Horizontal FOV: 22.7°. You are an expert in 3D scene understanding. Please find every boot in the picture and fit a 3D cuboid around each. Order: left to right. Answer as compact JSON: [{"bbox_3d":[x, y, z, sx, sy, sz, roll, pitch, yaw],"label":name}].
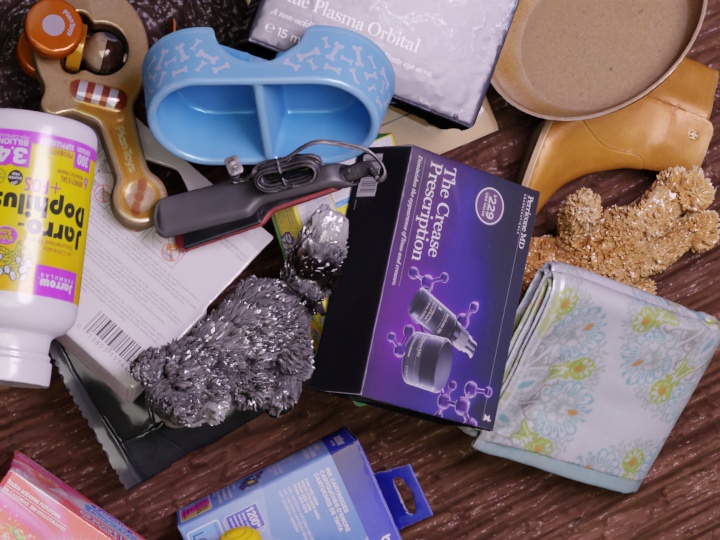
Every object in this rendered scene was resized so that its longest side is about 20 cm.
[{"bbox_3d":[-0.144,0.066,1.491,0.199,0.066,0.166,-29,105,-3],"label":"boot"},{"bbox_3d":[0.219,-0.103,1.524,0.143,0.071,0.203,23,85,-3],"label":"boot"}]

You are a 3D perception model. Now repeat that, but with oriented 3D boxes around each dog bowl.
[{"bbox_3d":[-0.073,-0.129,1.374,0.197,0.112,0.050,0,50,6],"label":"dog bowl"}]

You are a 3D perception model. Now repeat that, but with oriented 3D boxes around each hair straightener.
[{"bbox_3d":[-0.074,-0.060,1.380,0.198,0.077,0.041,-11,68,23],"label":"hair straightener"}]

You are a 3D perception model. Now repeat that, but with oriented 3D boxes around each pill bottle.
[{"bbox_3d":[-0.261,-0.015,1.364,0.103,0.104,0.203,6,82,-9],"label":"pill bottle"}]

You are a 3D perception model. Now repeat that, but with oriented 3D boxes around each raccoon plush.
[{"bbox_3d":[-0.100,0.035,1.382,0.096,0.133,0.202,23,102,31],"label":"raccoon plush"}]

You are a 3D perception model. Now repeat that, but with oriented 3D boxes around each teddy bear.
[{"bbox_3d":[0.216,-0.016,1.518,0.198,0.146,0.067,-14,53,-11],"label":"teddy bear"}]

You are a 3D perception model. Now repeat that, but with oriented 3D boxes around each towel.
[{"bbox_3d":[0.195,0.093,1.510,0.198,0.048,0.172,18,111,-29],"label":"towel"}]

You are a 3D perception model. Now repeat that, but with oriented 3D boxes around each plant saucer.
[{"bbox_3d":[0.197,-0.204,1.484,0.201,0.200,0.035,-49,142,-1],"label":"plant saucer"}]

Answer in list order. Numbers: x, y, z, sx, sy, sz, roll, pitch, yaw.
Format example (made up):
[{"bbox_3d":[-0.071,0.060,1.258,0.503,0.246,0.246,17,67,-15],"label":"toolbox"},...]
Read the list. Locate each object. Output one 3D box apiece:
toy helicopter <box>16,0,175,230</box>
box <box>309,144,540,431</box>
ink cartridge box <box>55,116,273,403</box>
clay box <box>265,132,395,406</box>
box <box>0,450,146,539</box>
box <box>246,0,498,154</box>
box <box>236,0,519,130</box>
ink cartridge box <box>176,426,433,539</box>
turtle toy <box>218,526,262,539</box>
[{"bbox_3d":[-0.192,-0.133,1.450,0.131,0.079,0.202,-16,84,-19],"label":"toy helicopter"},{"bbox_3d":[0.054,0.015,1.445,0.140,0.079,0.202,17,81,-36],"label":"box"},{"bbox_3d":[-0.201,-0.022,1.459,0.200,0.045,0.176,41,68,7],"label":"ink cartridge box"},{"bbox_3d":[0.000,0.000,1.481,0.114,0.047,0.202,-23,104,-31],"label":"clay box"},{"bbox_3d":[-0.233,0.248,1.477,0.199,0.103,0.095,36,88,-8],"label":"box"},{"bbox_3d":[0.007,-0.181,1.515,0.162,0.021,0.202,-23,99,-5],"label":"box"},{"bbox_3d":[0.026,-0.241,1.441,0.195,0.117,0.202,20,92,-9],"label":"box"},{"bbox_3d":[-0.041,0.225,1.517,0.198,0.076,0.138,-26,98,-7],"label":"ink cartridge box"},{"bbox_3d":[-0.079,0.284,1.416,0.199,0.101,0.147,-22,109,-30],"label":"turtle toy"}]
